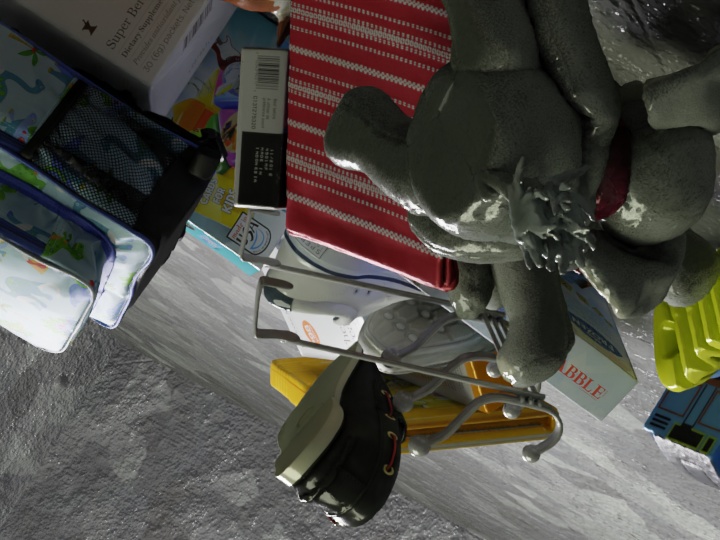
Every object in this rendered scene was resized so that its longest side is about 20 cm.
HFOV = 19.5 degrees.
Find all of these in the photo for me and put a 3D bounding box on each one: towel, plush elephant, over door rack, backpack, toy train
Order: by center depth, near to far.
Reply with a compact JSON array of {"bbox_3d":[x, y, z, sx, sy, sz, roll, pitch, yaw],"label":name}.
[{"bbox_3d":[0.106,-0.065,1.030,0.154,0.165,0.200,5,-145,-35],"label":"plush elephant"},{"bbox_3d":[0.009,-0.098,1.165,0.022,0.201,0.144,-12,-158,-39],"label":"towel"},{"bbox_3d":[0.014,0.045,1.248,0.199,0.067,0.148,24,-165,-14],"label":"over door rack"},{"bbox_3d":[0.082,-0.034,1.249,0.155,0.164,0.201,-16,104,60],"label":"plush elephant"},{"bbox_3d":[-0.214,-0.056,1.329,0.200,0.147,0.183,36,154,-2],"label":"backpack"},{"bbox_3d":[0.286,0.103,1.372,0.087,0.115,0.200,40,168,-38],"label":"toy train"}]

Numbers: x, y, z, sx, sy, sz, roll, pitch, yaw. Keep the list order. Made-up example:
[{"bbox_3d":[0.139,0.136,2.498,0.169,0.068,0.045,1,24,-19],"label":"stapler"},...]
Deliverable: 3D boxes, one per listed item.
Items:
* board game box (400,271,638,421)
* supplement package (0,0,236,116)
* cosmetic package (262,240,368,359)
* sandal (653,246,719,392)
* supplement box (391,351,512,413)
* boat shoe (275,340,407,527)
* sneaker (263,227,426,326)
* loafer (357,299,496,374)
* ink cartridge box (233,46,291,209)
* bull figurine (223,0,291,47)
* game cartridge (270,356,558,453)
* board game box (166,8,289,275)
[{"bbox_3d":[0.087,-0.009,1.423,0.200,0.041,0.200,36,-163,-16],"label":"board game box"},{"bbox_3d":[-0.186,-0.203,1.355,0.199,0.122,0.120,32,169,2],"label":"supplement package"},{"bbox_3d":[-0.037,-0.026,1.651,0.151,0.052,0.201,2,119,65],"label":"cosmetic package"},{"bbox_3d":[0.250,0.022,1.273,0.086,0.080,0.200,-3,170,-16],"label":"sandal"},{"bbox_3d":[0.053,0.023,1.689,0.200,0.073,0.127,20,134,52],"label":"supplement box"},{"bbox_3d":[-0.009,0.100,1.290,0.063,0.074,0.201,39,-168,-8],"label":"boat shoe"},{"bbox_3d":[0.000,0.000,1.408,0.073,0.071,0.200,51,-159,28],"label":"sneaker"},{"bbox_3d":[0.065,0.043,1.512,0.070,0.070,0.199,44,-145,24],"label":"loafer"},{"bbox_3d":[-0.026,-0.089,1.320,0.037,0.095,0.200,5,-175,18],"label":"ink cartridge box"},{"bbox_3d":[-0.098,-0.208,1.232,0.199,0.065,0.121,28,163,-1],"label":"bull figurine"},{"bbox_3d":[0.040,0.102,1.715,0.175,0.033,0.200,-3,-164,-23],"label":"game cartridge"},{"bbox_3d":[-0.115,-0.115,1.459,0.199,0.151,0.047,34,169,-9],"label":"board game box"}]
